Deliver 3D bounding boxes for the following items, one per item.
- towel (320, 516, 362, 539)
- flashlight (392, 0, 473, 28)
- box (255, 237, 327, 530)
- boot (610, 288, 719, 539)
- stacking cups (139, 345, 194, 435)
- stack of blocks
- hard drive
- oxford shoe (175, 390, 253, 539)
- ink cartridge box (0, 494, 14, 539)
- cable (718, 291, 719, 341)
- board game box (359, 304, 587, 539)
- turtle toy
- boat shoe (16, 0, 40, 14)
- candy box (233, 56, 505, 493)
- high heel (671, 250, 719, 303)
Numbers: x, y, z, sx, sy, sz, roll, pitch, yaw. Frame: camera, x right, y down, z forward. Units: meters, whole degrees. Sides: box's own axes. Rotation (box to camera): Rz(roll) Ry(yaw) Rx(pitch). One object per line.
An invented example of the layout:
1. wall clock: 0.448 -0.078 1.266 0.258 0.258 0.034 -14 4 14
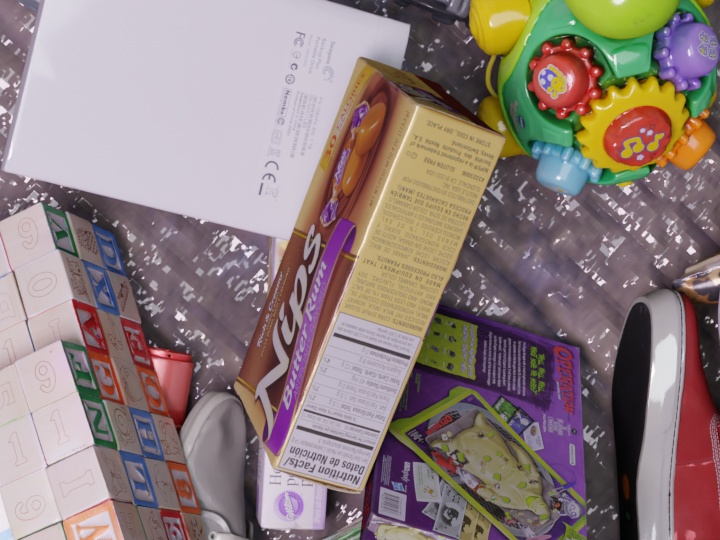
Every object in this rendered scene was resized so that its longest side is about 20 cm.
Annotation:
1. towel: 0.042 0.204 1.098 0.199 0.023 0.153 -30 95 -4
2. flashlight: 0.072 -0.243 1.064 0.067 0.068 0.202 20 91 -3
3. box: -0.036 0.047 1.076 0.038 0.041 0.202 3 92 -6
4. boot: 0.223 0.105 1.088 0.143 0.072 0.202 -5 103 -6
5. stacking cups: -0.136 0.143 1.062 0.060 0.061 0.202 8 88 -6
6. stack of blocks: -0.152 0.070 0.991 0.058 0.115 0.202 -23 73 13
7. hard drive: -0.082 -0.095 1.013 0.198 0.025 0.133 13 93 -18
8. oxford shoe: -0.082 0.169 1.047 0.057 0.075 0.202 3 80 28
9. ink cartridge box: -0.253 0.094 1.012 0.124 0.129 0.201 -23 95 -5
10. cable: 0.296 0.026 1.029 0.199 0.069 0.201 32 96 -14
11. board game box: 0.064 0.093 1.017 0.119 0.201 0.032 14 123 -4
12. turtle toy: 0.138 -0.119 1.024 0.144 0.102 0.201 -14 135 -5
13. boat shoe: -0.159 -0.169 1.043 0.199 0.072 0.062 33 83 -5
14. candy box: 0.000 0.000 0.977 0.056 0.117 0.201 18 103 -20
15. high heel: 0.285 0.043 1.092 0.198 0.071 0.144 -10 91 -11
